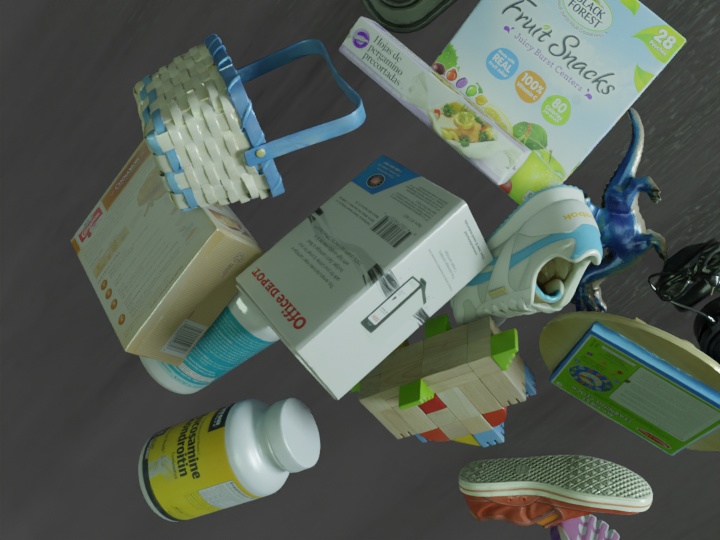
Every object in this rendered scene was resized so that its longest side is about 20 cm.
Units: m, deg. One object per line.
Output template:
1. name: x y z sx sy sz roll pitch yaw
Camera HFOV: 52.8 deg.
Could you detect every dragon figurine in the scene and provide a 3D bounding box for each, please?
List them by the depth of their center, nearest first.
1. dragon figurine: 0.235 -0.051 0.696 0.099 0.059 0.202 -7 99 19

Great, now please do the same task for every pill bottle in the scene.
1. pill bottle: -0.148 0.049 0.813 0.199 0.111 0.111 -32 91 22
2. pill bottle: -0.152 0.217 0.851 0.199 0.112 0.113 -23 95 20

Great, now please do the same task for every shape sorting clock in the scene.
1. shape sorting clock: 0.261 0.103 0.675 0.199 0.039 0.200 28 152 17

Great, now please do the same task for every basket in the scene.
1. basket: -0.109 -0.155 0.705 0.199 0.177 0.140 -24 131 -1

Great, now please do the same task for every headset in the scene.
1. headset: 0.314 0.021 0.615 0.094 0.199 0.124 -47 50 33

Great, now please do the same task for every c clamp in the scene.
1. c clamp: 0.062 -0.344 0.707 0.200 0.027 0.171 -42 93 20

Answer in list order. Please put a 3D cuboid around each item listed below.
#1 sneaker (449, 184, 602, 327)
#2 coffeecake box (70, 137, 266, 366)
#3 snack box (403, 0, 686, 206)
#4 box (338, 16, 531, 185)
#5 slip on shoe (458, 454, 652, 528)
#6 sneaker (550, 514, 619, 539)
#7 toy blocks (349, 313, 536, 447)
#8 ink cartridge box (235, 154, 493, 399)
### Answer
1. sneaker: 0.150 0.011 0.693 0.076 0.081 0.200 5 142 -24
2. coffeecake box: -0.211 -0.025 0.770 0.154 0.073 0.200 -51 50 9
3. snack box: 0.168 -0.184 0.683 0.168 0.068 0.200 41 110 7
4. box: 0.068 -0.157 0.667 0.200 0.041 0.039 43 111 11
5. slip on shoe: 0.203 0.238 0.766 0.199 0.074 0.062 -7 106 24
6. sneaker: 0.267 0.351 0.771 0.200 0.080 0.089 47 129 6
7. toy blocks: 0.099 0.130 0.749 0.199 0.100 0.137 -24 126 27
8. ink cartridge box: 0.000 0.000 0.691 0.200 0.146 0.084 -41 130 -7
